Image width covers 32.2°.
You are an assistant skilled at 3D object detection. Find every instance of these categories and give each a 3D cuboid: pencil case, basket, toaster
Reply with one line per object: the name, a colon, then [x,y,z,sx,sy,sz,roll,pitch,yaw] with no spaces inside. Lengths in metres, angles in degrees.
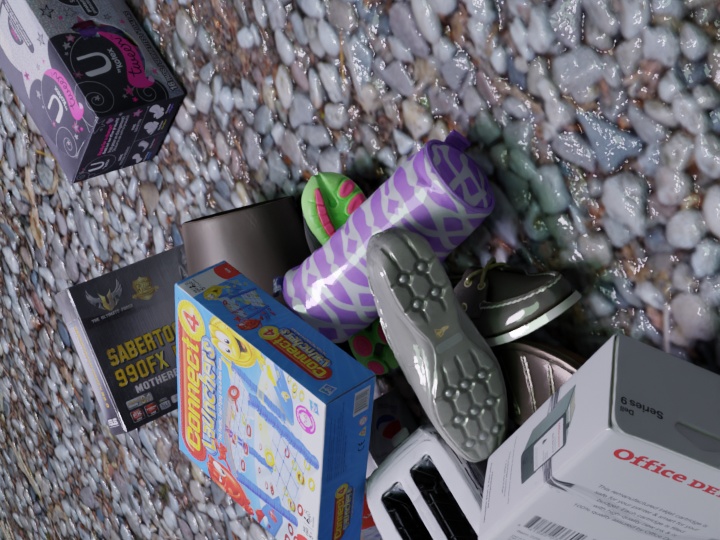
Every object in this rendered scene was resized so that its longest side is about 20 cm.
pencil case: [0.021,-0.023,1.035,0.084,0.086,0.200,38,120,-22]
basket: [-0.099,0.037,1.233,0.180,0.136,0.201,-11,96,30]
toaster: [0.093,0.217,1.041,0.114,0.129,0.200,-45,54,20]

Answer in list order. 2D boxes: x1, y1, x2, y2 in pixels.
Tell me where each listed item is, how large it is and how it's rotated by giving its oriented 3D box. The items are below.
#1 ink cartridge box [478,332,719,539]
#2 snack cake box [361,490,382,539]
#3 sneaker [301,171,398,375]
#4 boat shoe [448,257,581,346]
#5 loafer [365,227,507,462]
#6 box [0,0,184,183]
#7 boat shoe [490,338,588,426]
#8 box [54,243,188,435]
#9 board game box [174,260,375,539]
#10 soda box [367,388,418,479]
ink cartridge box: [0.195,0.149,0.904,0.145,0.084,0.200,22,140,-11]
snack cake box: [-0.015,0.285,1.202,0.115,0.199,0.068,-5,106,53]
sneaker: [0.000,0.000,1.152,0.084,0.076,0.201,-135,26,-74]
boat shoe: [0.099,0.025,1.024,0.201,0.072,0.061,-18,100,58]
loafer: [0.060,0.057,0.981,0.201,0.070,0.070,68,169,-16]
box: [-0.303,-0.220,1.363,0.200,0.114,0.132,56,143,13]
boat shoe: [0.133,0.084,1.019,0.200,0.068,0.072,2,103,53]
box: [-0.198,0.061,1.313,0.048,0.199,0.159,-19,93,58]
board game box: [-0.079,0.125,1.074,0.196,0.056,0.201,34,135,35]
soda box: [-0.017,0.191,1.268,0.064,0.068,0.200,59,143,9]
